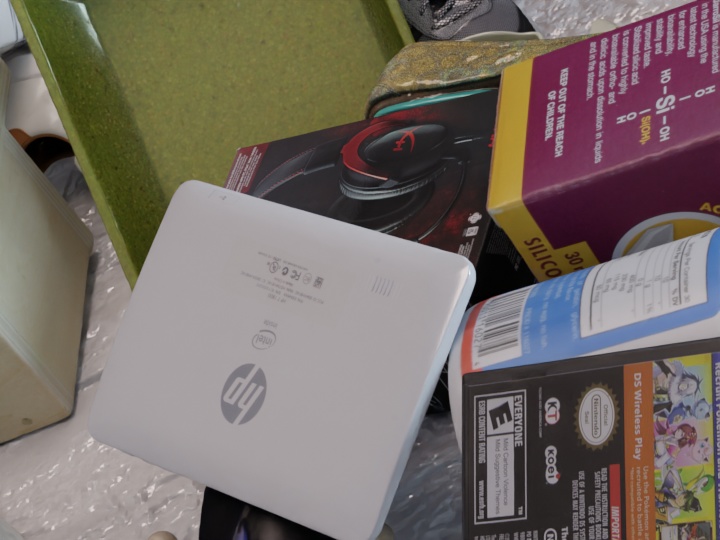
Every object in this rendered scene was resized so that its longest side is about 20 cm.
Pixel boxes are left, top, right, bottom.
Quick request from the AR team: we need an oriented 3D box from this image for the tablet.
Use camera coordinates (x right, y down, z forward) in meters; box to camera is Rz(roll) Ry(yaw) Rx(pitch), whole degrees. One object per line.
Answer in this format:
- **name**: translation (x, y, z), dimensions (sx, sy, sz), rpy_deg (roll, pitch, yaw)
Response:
- **tablet**: translation (-0.040, 0.036, 1.215), dimensions (0.200, 0.014, 0.130), rpy_deg (17, 84, 47)

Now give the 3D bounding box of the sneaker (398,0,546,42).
- **sneaker**: translation (0.032, -0.161, 1.485), dimensions (0.075, 0.114, 0.200), rpy_deg (-30, 32, -6)

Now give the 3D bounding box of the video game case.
- **video game case**: translation (0.120, 0.127, 1.047), dimensions (0.181, 0.025, 0.200), rpy_deg (-10, 72, 33)

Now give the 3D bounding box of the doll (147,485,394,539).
- **doll**: translation (-0.044, 0.113, 1.230), dimensions (0.136, 0.048, 0.200), rpy_deg (-12, 64, 34)

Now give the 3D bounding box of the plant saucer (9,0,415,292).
- **plant saucer**: translation (-0.064, -0.109, 1.483), dimensions (0.200, 0.200, 0.048), rpy_deg (-23, -1, 17)

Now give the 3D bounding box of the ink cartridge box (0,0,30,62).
- **ink cartridge box**: translation (-0.245, -0.158, 1.658), dimensions (0.146, 0.083, 0.200), rpy_deg (-18, 5, 46)

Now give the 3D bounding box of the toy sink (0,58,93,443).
- **toy sink**: translation (-0.229, 0.001, 1.520), dimensions (0.130, 0.112, 0.200), rpy_deg (-22, 40, 18)

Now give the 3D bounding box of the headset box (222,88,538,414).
- **headset box**: translation (0.000, 0.000, 1.353), dimensions (0.200, 0.075, 0.149), rpy_deg (-11, 42, 32)

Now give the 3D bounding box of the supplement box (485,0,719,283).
- **supplement box**: translation (0.174, -0.044, 1.210), dimensions (0.200, 0.131, 0.103), rpy_deg (-19, 38, 24)

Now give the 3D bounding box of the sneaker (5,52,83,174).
- **sneaker**: translation (-0.116, -0.088, 1.591), dimensions (0.200, 0.073, 0.085), rpy_deg (-7, 73, 27)

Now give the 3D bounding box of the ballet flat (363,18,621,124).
- **ballet flat**: translation (0.098, -0.094, 1.374), dimensions (0.200, 0.071, 0.071), rpy_deg (-3, 44, 25)

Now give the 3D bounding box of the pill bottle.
- **pill bottle**: translation (0.147, 0.041, 1.142), dimensions (0.200, 0.112, 0.112), rpy_deg (-17, 37, 25)

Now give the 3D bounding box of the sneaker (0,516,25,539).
- **sneaker**: translation (-0.248, 0.162, 1.375), dimensions (0.146, 0.081, 0.200), rpy_deg (-48, 38, -5)
